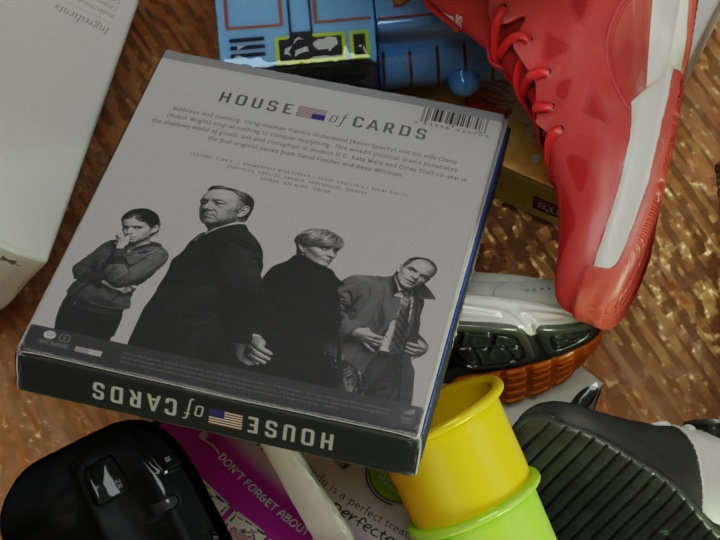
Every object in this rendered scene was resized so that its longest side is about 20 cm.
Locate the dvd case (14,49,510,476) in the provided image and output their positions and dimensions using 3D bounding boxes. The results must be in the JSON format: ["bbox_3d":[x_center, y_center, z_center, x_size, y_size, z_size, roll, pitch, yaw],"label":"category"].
[{"bbox_3d":[-0.031,-0.010,0.934,0.150,0.025,0.200,12,39,6],"label":"dvd case"}]

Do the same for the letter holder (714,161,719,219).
[{"bbox_3d":[0.231,0.014,0.972,0.100,0.142,0.201,23,47,-26],"label":"letter holder"}]

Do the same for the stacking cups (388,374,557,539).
[{"bbox_3d":[0.070,0.142,0.955,0.060,0.060,0.201,-28,98,-13],"label":"stacking cups"}]

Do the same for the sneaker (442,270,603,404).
[{"bbox_3d":[0.000,0.000,0.987,0.199,0.076,0.092,3,61,-1],"label":"sneaker"}]

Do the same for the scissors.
[{"bbox_3d":[-0.005,0.123,0.940,0.200,0.073,0.014,45,32,-1],"label":"scissors"}]

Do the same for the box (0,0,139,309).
[{"bbox_3d":[-0.163,-0.092,1.045,0.097,0.124,0.201,24,66,-16],"label":"box"}]

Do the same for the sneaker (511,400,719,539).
[{"bbox_3d":[0.148,0.094,1.006,0.199,0.074,0.089,29,48,-15],"label":"sneaker"}]

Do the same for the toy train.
[{"bbox_3d":[0.023,-0.127,1.063,0.199,0.087,0.115,-5,73,-2],"label":"toy train"}]

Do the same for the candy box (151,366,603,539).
[{"bbox_3d":[-0.012,0.087,1.019,0.136,0.061,0.200,38,72,14],"label":"candy box"}]

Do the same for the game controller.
[{"bbox_3d":[-0.069,0.158,0.946,0.042,0.104,0.201,-27,91,-43],"label":"game controller"}]

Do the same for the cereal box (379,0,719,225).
[{"bbox_3d":[0.091,-0.127,1.125,0.143,0.040,0.201,24,69,11],"label":"cereal box"}]

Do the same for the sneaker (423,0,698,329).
[{"bbox_3d":[0.071,-0.073,0.977,0.115,0.078,0.201,11,58,6],"label":"sneaker"}]
